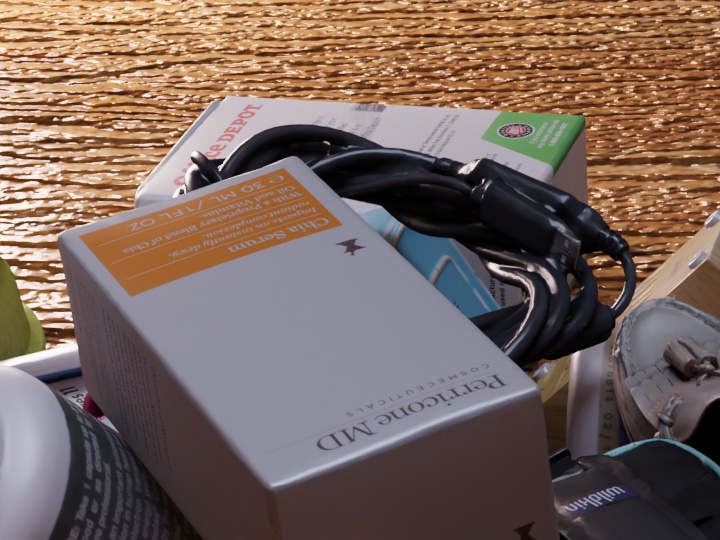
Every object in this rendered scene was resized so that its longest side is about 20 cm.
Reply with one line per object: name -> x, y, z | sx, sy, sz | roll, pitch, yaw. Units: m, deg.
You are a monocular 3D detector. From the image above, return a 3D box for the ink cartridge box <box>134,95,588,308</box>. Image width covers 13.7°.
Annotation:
ink cartridge box -> 0.004, -0.023, 1.514 | 0.199, 0.084, 0.146 | 4, 25, 17

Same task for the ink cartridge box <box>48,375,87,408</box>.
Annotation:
ink cartridge box -> -0.094, 0.094, 1.291 | 0.199, 0.068, 0.117 | -14, 27, -22

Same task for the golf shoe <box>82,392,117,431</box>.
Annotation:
golf shoe -> -0.068, 0.035, 1.252 | 0.091, 0.076, 0.200 | -2, 26, 5

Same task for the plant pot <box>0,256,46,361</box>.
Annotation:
plant pot -> -0.261, -0.035, 1.455 | 0.199, 0.185, 0.201 | -3, 25, 1

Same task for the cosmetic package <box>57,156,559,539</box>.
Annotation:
cosmetic package -> -0.022, 0.041, 1.038 | 0.101, 0.072, 0.200 | -19, 32, -19

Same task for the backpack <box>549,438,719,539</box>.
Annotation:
backpack -> 0.087, 0.162, 1.014 | 0.175, 0.154, 0.200 | -14, 18, -20

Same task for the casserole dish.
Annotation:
casserole dish -> 0.031, 0.025, 1.337 | 0.039, 0.121, 0.200 | -36, 4, 13

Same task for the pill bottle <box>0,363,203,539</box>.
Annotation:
pill bottle -> -0.123, 0.104, 1.093 | 0.114, 0.200, 0.114 | -23, 48, 29

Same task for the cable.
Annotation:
cable -> 0.000, 0.000, 1.212 | 0.200, 0.051, 0.163 | 26, 44, 33

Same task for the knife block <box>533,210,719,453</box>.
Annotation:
knife block -> 0.188, 0.069, 1.338 | 0.176, 0.200, 0.064 | 44, 28, -5

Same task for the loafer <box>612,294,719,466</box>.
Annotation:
loafer -> 0.152, 0.071, 1.129 | 0.072, 0.063, 0.200 | -25, 47, -5

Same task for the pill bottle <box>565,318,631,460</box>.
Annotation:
pill bottle -> 0.188, 0.077, 1.239 | 0.199, 0.112, 0.111 | 1, 25, 10

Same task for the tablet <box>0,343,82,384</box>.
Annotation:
tablet -> -0.112, 0.042, 1.377 | 0.199, 0.014, 0.130 | -11, -8, -32
